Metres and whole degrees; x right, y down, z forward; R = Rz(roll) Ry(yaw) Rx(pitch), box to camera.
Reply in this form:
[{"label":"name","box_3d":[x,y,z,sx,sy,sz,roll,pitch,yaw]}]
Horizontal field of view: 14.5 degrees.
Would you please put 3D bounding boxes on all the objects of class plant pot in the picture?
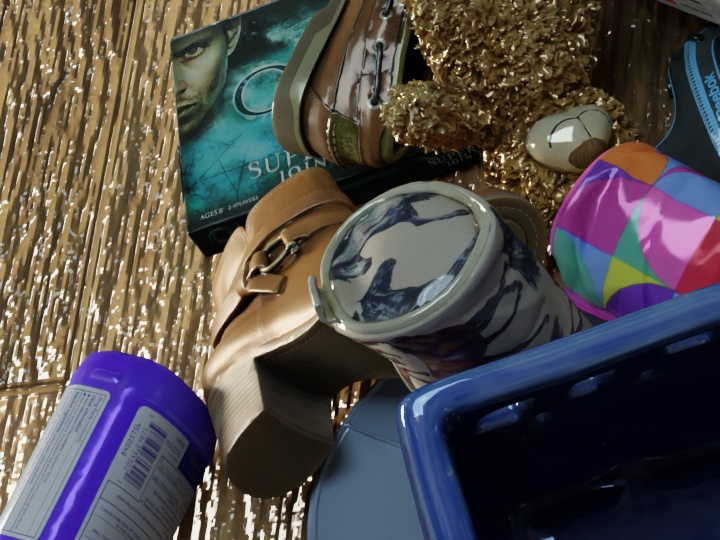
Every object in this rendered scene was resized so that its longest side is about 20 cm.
[{"label":"plant pot","box_3d":[0.124,0.118,1.062,0.199,0.180,0.201,-17,84,-6]}]

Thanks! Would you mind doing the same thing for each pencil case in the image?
[{"label":"pencil case","box_3d":[0.055,0.041,1.175,0.089,0.200,0.078,-39,46,3]},{"label":"pencil case","box_3d":[0.176,0.019,1.233,0.200,0.088,0.088,33,76,31]}]

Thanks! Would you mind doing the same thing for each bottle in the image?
[{"label":"bottle","box_3d":[-0.137,0.139,1.321,0.065,0.084,0.200,11,64,32]}]

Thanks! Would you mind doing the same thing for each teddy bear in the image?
[{"label":"teddy bear","box_3d":[0.066,-0.110,1.331,0.067,0.145,0.201,-28,73,48]}]

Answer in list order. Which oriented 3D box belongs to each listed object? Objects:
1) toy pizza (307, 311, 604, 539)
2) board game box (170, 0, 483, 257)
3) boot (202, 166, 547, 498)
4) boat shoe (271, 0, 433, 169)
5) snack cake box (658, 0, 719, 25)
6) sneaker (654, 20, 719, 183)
[{"label":"toy pizza","box_3d":[0.071,0.105,1.274,0.200,0.032,0.201,-13,53,17]},{"label":"board game box","box_3d":[0.000,-0.096,1.449,0.199,0.028,0.136,-19,52,14]},{"label":"boot","box_3d":[0.000,0.000,1.326,0.200,0.077,0.155,-48,27,24]},{"label":"boat shoe","box_3d":[0.027,-0.139,1.408,0.068,0.072,0.200,14,74,27]},{"label":"snack cake box","box_3d":[0.131,-0.185,1.338,0.067,0.115,0.200,-51,26,-1]},{"label":"sneaker","box_3d":[0.187,-0.109,1.335,0.082,0.073,0.200,8,62,30]}]
